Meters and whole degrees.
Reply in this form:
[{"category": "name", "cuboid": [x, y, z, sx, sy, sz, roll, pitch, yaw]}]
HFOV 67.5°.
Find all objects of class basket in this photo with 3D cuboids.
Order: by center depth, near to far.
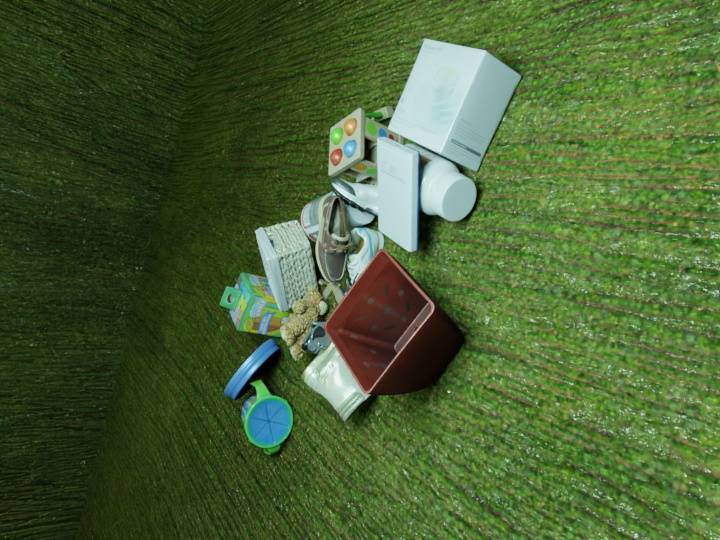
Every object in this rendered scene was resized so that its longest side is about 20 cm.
[{"category": "basket", "cuboid": [-0.192, -0.016, 1.435, 0.203, 0.121, 0.136, 83, 162, -44]}]

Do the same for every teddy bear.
[{"category": "teddy bear", "cuboid": [-0.136, 0.131, 1.370, 0.066, 0.200, 0.148, -10, 106, 31]}]

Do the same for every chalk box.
[{"category": "chalk box", "cuboid": [-0.300, 0.097, 1.548, 0.124, 0.197, 0.127, 48, 117, 48]}]

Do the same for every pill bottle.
[{"category": "pill bottle", "cuboid": [0.144, -0.180, 1.114, 0.200, 0.113, 0.116, 43, 113, 49]}, {"category": "pill bottle", "cuboid": [-0.055, -0.144, 1.368, 0.198, 0.112, 0.117, -13, 69, 50]}]

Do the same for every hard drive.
[{"category": "hard drive", "cuboid": [0.076, -0.157, 1.105, 0.132, 0.025, 0.204, 41, 140, 51]}]

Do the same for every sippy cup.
[{"category": "sippy cup", "cuboid": [-0.267, 0.402, 1.482, 0.130, 0.138, 0.181, -2, 65, 63]}]

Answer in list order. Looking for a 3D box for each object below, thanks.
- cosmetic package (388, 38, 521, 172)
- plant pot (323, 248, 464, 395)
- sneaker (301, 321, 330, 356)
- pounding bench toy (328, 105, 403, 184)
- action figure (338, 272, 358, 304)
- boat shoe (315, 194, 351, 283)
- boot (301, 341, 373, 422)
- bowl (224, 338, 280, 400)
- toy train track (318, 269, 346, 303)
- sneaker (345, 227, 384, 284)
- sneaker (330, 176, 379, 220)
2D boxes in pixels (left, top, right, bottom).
[{"category": "cosmetic package", "cuboid": [0.185, -0.342, 1.103, 0.199, 0.121, 0.203, 41, 111, 50]}, {"category": "plant pot", "cuboid": [0.080, 0.117, 1.040, 0.201, 0.175, 0.200, -52, 43, 11]}, {"category": "sneaker", "cuboid": [-0.091, 0.213, 1.305, 0.075, 0.114, 0.203, -43, 48, 36]}, {"category": "pounding bench toy", "cuboid": [0.008, -0.325, 1.303, 0.123, 0.154, 0.205, -18, 65, 49]}, {"category": "action figure", "cuboid": [0.001, 0.105, 1.189, 0.117, 0.102, 0.203, -28, 76, 24]}, {"category": "boat shoe", "cuboid": [-0.057, -0.070, 1.227, 0.072, 0.071, 0.205, 10, 101, 62]}, {"category": "boot", "cuboid": [-0.017, 0.224, 1.228, 0.154, 0.072, 0.200, 39, 69, 19]}, {"category": "bowl", "cuboid": [-0.302, 0.282, 1.525, 0.039, 0.200, 0.202, 39, 118, 6]}, {"category": "toy train track", "cuboid": [-0.065, 0.059, 1.387, 0.116, 0.032, 0.201, -56, 42, 26]}, {"category": "sneaker", "cuboid": [0.000, 0.000, 1.279, 0.076, 0.080, 0.205, -4, 77, 50]}, {"category": "sneaker", "cuboid": [0.025, -0.169, 1.230, 0.081, 0.197, 0.074, -64, 7, -2]}]
